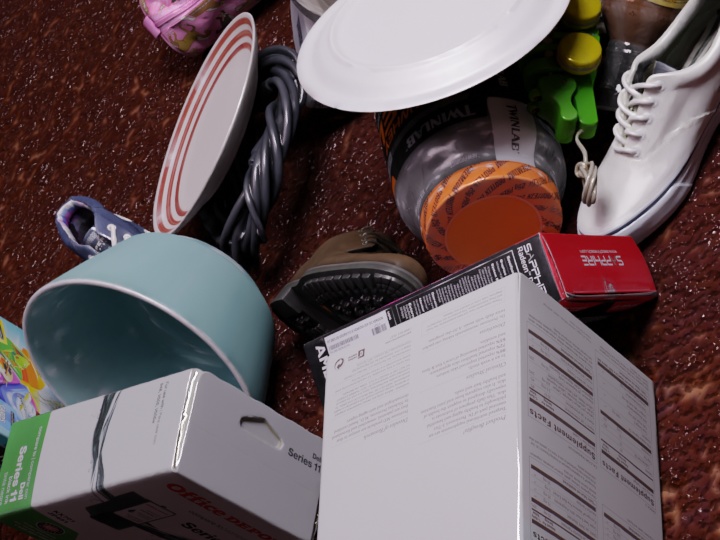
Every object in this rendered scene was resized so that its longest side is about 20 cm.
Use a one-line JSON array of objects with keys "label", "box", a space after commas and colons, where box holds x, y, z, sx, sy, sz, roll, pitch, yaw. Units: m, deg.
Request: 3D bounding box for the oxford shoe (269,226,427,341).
[{"label": "oxford shoe", "box": [0.000, 0.000, 1.360, 0.084, 0.073, 0.200, -54, 18, -17]}]

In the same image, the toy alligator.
[{"label": "toy alligator", "box": [0.134, -0.127, 1.281, 0.054, 0.059, 0.200, 5, 54, 0]}]

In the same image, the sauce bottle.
[{"label": "sauce bottle", "box": [0.204, -0.206, 1.303, 0.065, 0.065, 0.200, 18, 98, 52]}]

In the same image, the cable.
[{"label": "cable", "box": [-0.082, -0.092, 1.534, 0.163, 0.051, 0.200, -61, 20, 23]}]

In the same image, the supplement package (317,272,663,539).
[{"label": "supplement package", "box": [0.079, 0.141, 1.125, 0.152, 0.151, 0.200, -25, 45, 32]}]

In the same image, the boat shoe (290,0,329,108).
[{"label": "boat shoe", "box": [-0.021, -0.218, 1.589, 0.072, 0.066, 0.200, 101, 165, -46]}]

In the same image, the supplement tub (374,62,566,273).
[{"label": "supplement tub", "box": [0.076, -0.096, 1.341, 0.123, 0.123, 0.200, -37, 40, 22]}]

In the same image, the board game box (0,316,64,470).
[{"label": "board game box", "box": [-0.274, 0.108, 1.494, 0.047, 0.200, 0.151, -41, 39, 17]}]

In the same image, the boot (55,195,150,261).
[{"label": "boot", "box": [-0.191, 0.002, 1.580, 0.073, 0.090, 0.200, -55, 36, -1]}]

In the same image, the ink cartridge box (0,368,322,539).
[{"label": "ink cartridge box", "box": [-0.144, 0.153, 1.363, 0.200, 0.147, 0.083, -19, 50, 39]}]

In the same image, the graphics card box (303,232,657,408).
[{"label": "graphics card box", "box": [0.077, 0.034, 1.233, 0.200, 0.125, 0.051, -28, 75, 33]}]

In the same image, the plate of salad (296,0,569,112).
[{"label": "plate of salad", "box": [0.052, -0.164, 1.292, 0.200, 0.048, 0.200, -16, 35, 12]}]

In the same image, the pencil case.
[{"label": "pencil case", "box": [-0.110, -0.277, 1.719, 0.200, 0.087, 0.083, -35, 50, 26]}]

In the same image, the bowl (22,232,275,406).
[{"label": "bowl", "box": [-0.146, 0.048, 1.435, 0.201, 0.201, 0.105, -13, 34, 42]}]

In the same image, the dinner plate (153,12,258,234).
[{"label": "dinner plate", "box": [-0.123, -0.117, 1.560, 0.200, 0.024, 0.200, -52, 26, 38]}]

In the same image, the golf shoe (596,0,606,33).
[{"label": "golf shoe", "box": [0.206, -0.253, 1.385, 0.200, 0.078, 0.097, -45, 19, 4]}]

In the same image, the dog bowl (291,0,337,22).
[{"label": "dog bowl", "box": [0.016, -0.275, 1.537, 0.200, 0.059, 0.200, -6, 56, 8]}]

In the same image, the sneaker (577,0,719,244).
[{"label": "sneaker", "box": [0.197, -0.106, 1.258, 0.200, 0.071, 0.073, -58, 37, -3]}]
